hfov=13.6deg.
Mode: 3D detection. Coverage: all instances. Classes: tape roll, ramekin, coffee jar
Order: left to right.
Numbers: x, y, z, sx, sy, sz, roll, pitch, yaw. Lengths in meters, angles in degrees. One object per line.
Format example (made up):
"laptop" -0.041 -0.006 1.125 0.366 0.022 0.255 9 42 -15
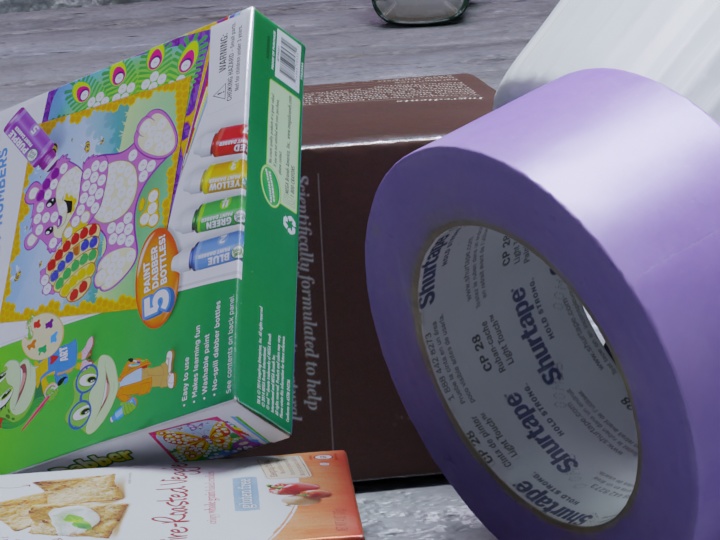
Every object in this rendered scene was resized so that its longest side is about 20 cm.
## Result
"coffee jar" 0.071 -0.308 3.126 0.104 0.086 0.200 -2 11 7
"tape roll" 0.096 0.026 1.208 0.085 0.201 0.200 -27 22 -29
"ramekin" 0.151 -0.050 1.299 0.098 0.201 0.200 -47 28 -15

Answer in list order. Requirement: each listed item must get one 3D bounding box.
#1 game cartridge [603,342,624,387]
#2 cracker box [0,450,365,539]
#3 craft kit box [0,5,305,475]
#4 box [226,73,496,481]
"game cartridge" 0.209 0.068 1.262 0.133 0.042 0.200 33 -12 -33
"cracker box" -0.098 0.120 1.202 0.199 0.058 0.134 -5 11 -3
"craft kit box" -0.116 0.003 1.335 0.197 0.201 0.048 -22 -37 33
"box" 0.000 0.000 1.477 0.164 0.167 0.200 -4 11 -8
